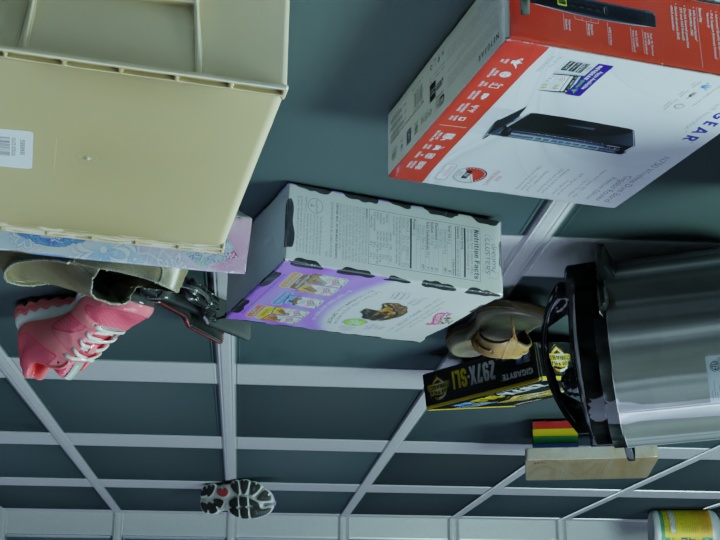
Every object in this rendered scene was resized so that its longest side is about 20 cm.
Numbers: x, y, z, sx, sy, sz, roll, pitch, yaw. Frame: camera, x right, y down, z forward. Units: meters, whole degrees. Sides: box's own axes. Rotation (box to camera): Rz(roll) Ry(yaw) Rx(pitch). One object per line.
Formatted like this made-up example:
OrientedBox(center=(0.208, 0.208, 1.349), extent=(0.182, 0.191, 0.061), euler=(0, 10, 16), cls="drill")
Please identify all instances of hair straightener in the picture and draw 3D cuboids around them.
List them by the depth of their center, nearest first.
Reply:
OrientedBox(center=(-0.155, 0.029, 1.182), extent=(0.076, 0.041, 0.200), euler=(-7, 155, 20), cls="hair straightener")

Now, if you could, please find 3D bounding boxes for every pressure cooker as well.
OrientedBox(center=(0.265, 0.071, 1.071), extent=(0.198, 0.177, 0.179), euler=(-9, 156, 15), cls="pressure cooker")

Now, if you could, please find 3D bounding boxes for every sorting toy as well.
OrientedBox(center=(0.358, 0.279, 1.846), extent=(0.197, 0.070, 0.200), euler=(-2, 161, 7), cls="sorting toy")

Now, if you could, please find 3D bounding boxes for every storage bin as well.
OrientedBox(center=(-0.152, -0.101, 0.669), extent=(0.197, 0.094, 0.200), euler=(6, 154, -15), cls="storage bin")

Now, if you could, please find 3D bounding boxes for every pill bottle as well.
OrientedBox(center=(0.793, 0.628, 2.796), extent=(0.198, 0.114, 0.113), euler=(-1, 161, 4), cls="pill bottle")

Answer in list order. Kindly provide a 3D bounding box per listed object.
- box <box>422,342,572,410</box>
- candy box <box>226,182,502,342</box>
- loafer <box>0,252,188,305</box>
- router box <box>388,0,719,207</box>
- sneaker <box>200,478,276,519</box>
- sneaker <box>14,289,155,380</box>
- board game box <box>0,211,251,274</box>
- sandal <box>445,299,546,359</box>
OrientedBox(center=(0.196, 0.128, 1.403), extent=(0.159, 0.050, 0.199), euler=(5, 162, -38), cls="box")
OrientedBox(center=(0.000, 0.000, 1.028), extent=(0.198, 0.072, 0.168), euler=(9, 159, -22), cls="candy box")
OrientedBox(center=(-0.234, -0.006, 1.020), extent=(0.198, 0.068, 0.076), euler=(-8, 159, 23), cls="loafer")
OrientedBox(center=(0.132, -0.107, 0.745), extent=(0.178, 0.049, 0.200), euler=(6, 160, -16), cls="router box")
OrientedBox(center=(-0.245, 0.468, 2.435), extent=(0.199, 0.081, 0.083), euler=(-4, 176, 41), cls="sneaker")
OrientedBox(center=(-0.282, 0.068, 1.207), extent=(0.199, 0.088, 0.074), euler=(-15, 157, 37), cls="sneaker")
OrientedBox(center=(-0.192, -0.038, 0.848), extent=(0.197, 0.044, 0.200), euler=(5, -174, -15), cls="board game box")
OrientedBox(center=(0.149, 0.074, 1.268), extent=(0.080, 0.054, 0.200), euler=(6, 160, -17), cls="sandal")
